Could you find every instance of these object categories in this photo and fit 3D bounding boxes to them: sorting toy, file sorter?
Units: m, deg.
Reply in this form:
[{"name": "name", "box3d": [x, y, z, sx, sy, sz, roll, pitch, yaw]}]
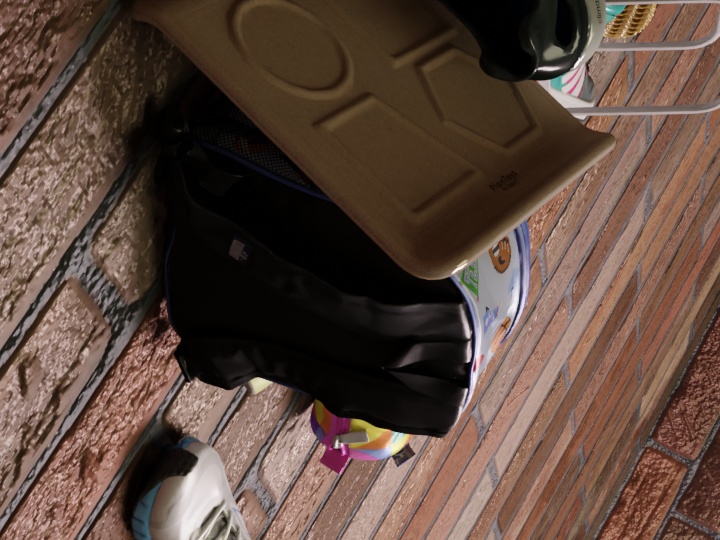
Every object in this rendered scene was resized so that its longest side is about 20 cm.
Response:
[{"name": "sorting toy", "box3d": [0.009, -0.088, 0.791, 0.185, 0.200, 0.037, -36, 163, -50]}, {"name": "file sorter", "box3d": [0.160, -0.209, 0.977, 0.139, 0.123, 0.201, 75, 15, -66]}]

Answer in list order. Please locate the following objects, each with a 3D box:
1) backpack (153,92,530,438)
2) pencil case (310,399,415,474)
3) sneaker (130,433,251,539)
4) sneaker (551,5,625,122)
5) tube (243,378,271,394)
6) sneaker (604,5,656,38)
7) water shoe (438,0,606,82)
[{"name": "backpack", "box3d": [-0.003, -0.007, 0.872, 0.154, 0.190, 0.201, -48, 157, -31]}, {"name": "pencil case", "box3d": [0.007, 0.056, 1.155, 0.088, 0.088, 0.201, -48, 154, -38]}, {"name": "sneaker", "box3d": [-0.092, 0.181, 1.049, 0.075, 0.086, 0.201, -50, 156, -30]}, {"name": "sneaker", "box3d": [0.160, -0.190, 1.250, 0.121, 0.083, 0.200, -58, 161, 12]}, {"name": "tube", "box3d": [0.000, 0.000, 1.000, 0.199, 0.058, 0.052, -34, 123, -10]}, {"name": "sneaker", "box3d": [0.211, -0.263, 1.292, 0.200, 0.074, 0.091, 105, -5, -68]}, {"name": "water shoe", "box3d": [0.052, -0.186, 0.808, 0.079, 0.201, 0.071, -22, 166, -49]}]
